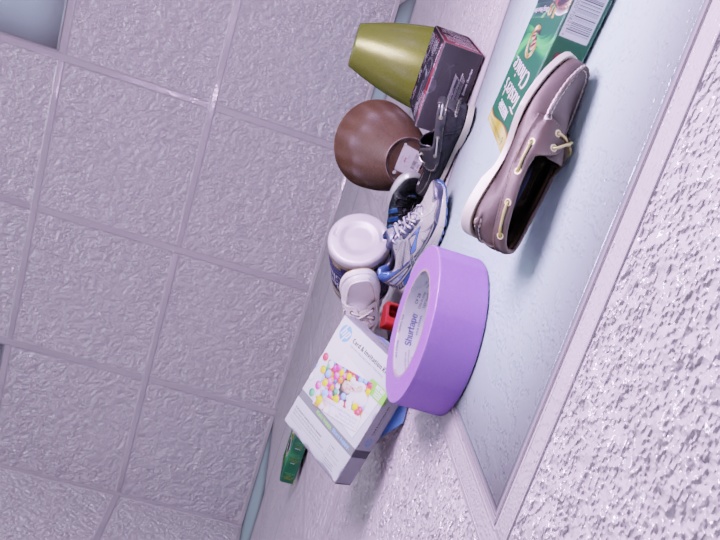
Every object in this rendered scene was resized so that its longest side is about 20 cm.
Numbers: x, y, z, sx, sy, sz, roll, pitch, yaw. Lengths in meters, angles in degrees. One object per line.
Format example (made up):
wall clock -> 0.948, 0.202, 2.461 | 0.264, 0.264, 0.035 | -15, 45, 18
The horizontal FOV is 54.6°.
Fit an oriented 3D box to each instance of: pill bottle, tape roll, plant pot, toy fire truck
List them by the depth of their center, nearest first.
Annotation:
tape roll -> 0.092, 0.074, 0.877 | 0.200, 0.065, 0.204 | -164, 90, -82
toy fire truck -> 0.033, 0.169, 1.155 | 0.141, 0.048, 0.203 | 127, 155, -61
pill bottle -> 0.000, 0.000, 1.266 | 0.201, 0.109, 0.113 | 86, -168, -56
plant pot -> 0.061, -0.236, 1.399 | 0.200, 0.184, 0.190 | -134, 60, -64
plant pot -> 0.079, -0.470, 1.548 | 0.187, 0.197, 0.190 | -163, 90, -82

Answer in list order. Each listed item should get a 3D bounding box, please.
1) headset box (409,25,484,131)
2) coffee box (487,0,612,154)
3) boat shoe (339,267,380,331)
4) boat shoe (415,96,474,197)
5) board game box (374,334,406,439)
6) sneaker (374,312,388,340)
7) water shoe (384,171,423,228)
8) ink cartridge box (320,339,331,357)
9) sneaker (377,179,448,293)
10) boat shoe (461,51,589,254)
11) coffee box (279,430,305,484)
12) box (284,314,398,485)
headset box -> 0.149, -0.336, 1.239 | 0.201, 0.076, 0.151 | -92, 19, -63
coffee box -> 0.203, -0.231, 0.766 | 0.124, 0.043, 0.202 | -87, 15, -58
boat shoe -> 0.004, 0.071, 1.198 | 0.201, 0.069, 0.070 | 85, 177, -56
boat shoe -> 0.127, -0.205, 1.177 | 0.201, 0.066, 0.073 | 113, 168, -49
board game box -> 0.006, 0.201, 1.100 | 0.199, 0.039, 0.160 | -39, 52, 25
sneaker -> -0.006, 0.168, 1.290 | 0.075, 0.087, 0.203 | 129, 156, -73
water shoe -> 0.084, -0.085, 1.300 | 0.079, 0.070, 0.202 | -117, 34, -47
ink cartridge box -> -0.035, 0.211, 1.424 | 0.200, 0.083, 0.147 | 124, 161, -64
sneaker -> 0.082, -0.055, 1.126 | 0.077, 0.084, 0.203 | -94, 22, -68
boat shoe -> 0.173, -0.113, 0.688 | 0.059, 0.071, 0.202 | 37, 102, 38
coffee box -> -0.179, 0.487, 1.983 | 0.123, 0.043, 0.203 | -95, 23, -70
box -> -0.019, 0.195, 1.068 | 0.156, 0.041, 0.202 | 39, 101, 43
